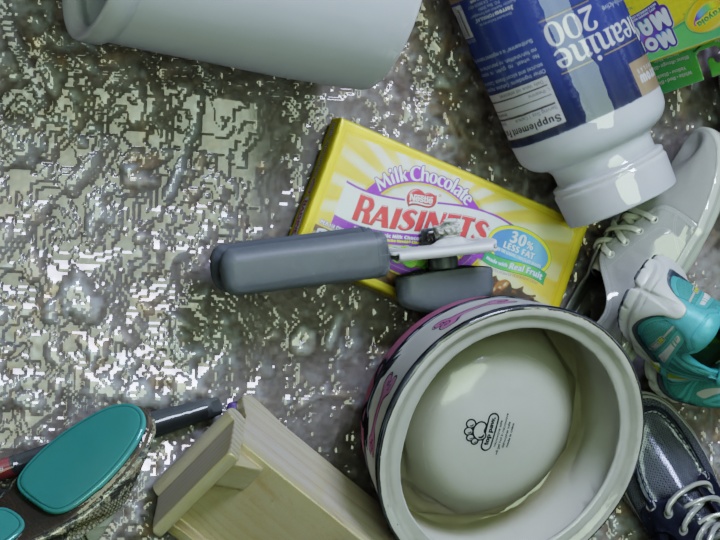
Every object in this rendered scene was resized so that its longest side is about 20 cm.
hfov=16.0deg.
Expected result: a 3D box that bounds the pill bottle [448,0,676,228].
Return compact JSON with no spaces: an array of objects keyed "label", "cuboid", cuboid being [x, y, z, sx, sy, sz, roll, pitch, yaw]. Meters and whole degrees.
[{"label":"pill bottle","cuboid":[0.142,-0.136,1.766,0.111,0.111,0.200,-26,96,-18]}]

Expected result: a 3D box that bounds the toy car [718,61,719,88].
[{"label":"toy car","cuboid":[0.365,-0.113,1.826,0.200,0.150,0.175,-25,97,-18]}]

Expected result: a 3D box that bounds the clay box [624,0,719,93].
[{"label":"clay box","cuboid":[0.206,-0.224,1.791,0.048,0.115,0.200,-31,100,-57]}]

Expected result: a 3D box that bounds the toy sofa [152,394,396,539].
[{"label":"toy sofa","cuboid":[-0.039,0.182,1.720,0.200,0.098,0.083,40,109,-15]}]

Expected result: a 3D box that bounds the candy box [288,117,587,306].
[{"label":"candy box","cuboid":[0.054,-0.022,1.779,0.200,0.026,0.102,22,80,-18]}]

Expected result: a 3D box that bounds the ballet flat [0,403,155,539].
[{"label":"ballet flat","cuboid":[-0.207,0.166,1.640,0.200,0.068,0.075,-39,137,-21]}]

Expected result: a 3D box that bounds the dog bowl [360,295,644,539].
[{"label":"dog bowl","cuboid":[0.089,0.107,1.740,0.200,0.074,0.200,-8,112,-22]}]

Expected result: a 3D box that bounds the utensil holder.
[{"label":"utensil holder","cuboid":[-0.073,-0.212,1.663,0.200,0.170,0.170,11,85,-20]}]

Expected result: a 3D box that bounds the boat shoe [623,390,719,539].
[{"label":"boat shoe","cuboid":[0.242,0.176,1.808,0.075,0.093,0.200,-30,99,-18]}]

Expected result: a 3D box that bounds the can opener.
[{"label":"can opener","cuboid":[0.000,0.000,1.720,0.200,0.053,0.067,-3,95,-17]}]

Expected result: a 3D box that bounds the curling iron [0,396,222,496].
[{"label":"curling iron","cuboid":[-0.182,0.124,1.695,0.200,0.026,0.050,-24,118,-23]}]

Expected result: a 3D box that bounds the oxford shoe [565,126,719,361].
[{"label":"oxford shoe","cuboid":[0.197,-0.017,1.807,0.058,0.075,0.200,32,84,-19]}]

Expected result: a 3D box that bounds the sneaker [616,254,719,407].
[{"label":"sneaker","cuboid":[0.239,0.059,1.776,0.078,0.080,0.200,-57,149,-2]}]
